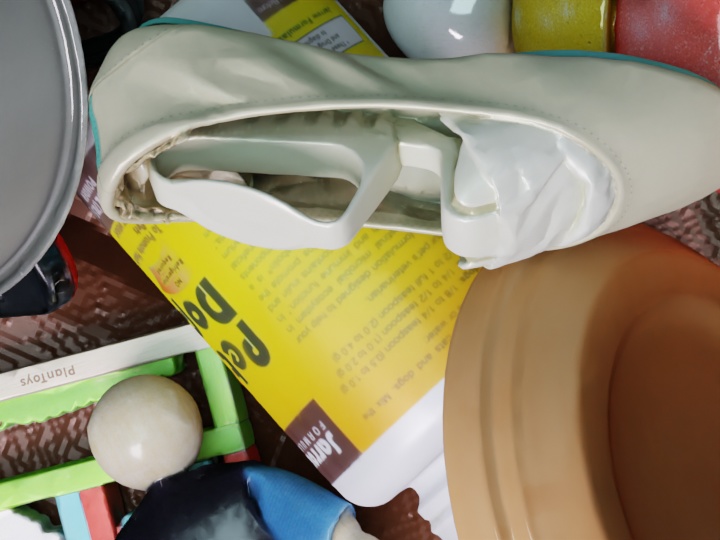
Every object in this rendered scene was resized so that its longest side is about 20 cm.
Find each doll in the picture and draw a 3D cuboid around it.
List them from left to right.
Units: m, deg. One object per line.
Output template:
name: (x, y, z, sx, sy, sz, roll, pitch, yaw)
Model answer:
doll: (-0.043, 0.130, 0.881, 0.136, 0.048, 0.201, -25, 89, 20)

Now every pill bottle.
pill bottle: (0.000, 0.000, 0.856, 0.109, 0.109, 0.200, -43, 85, 10)

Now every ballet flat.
ballet flat: (0.014, -0.030, 0.767, 0.198, 0.069, 0.070, 5, 94, 8)

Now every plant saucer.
plant saucer: (0.103, 0.073, 0.800, 0.037, 0.200, 0.201, -24, 89, 36)

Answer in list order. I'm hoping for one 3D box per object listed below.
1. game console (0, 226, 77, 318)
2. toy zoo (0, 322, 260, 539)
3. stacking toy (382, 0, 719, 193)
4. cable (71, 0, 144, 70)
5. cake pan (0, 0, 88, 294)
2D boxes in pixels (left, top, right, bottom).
game console: (-0.214, -0.042, 0.864, 0.118, 0.172, 0.201, -37, 105, -25)
toy zoo: (-0.086, 0.129, 0.924, 0.130, 0.020, 0.202, -15, 91, 10)
stacking toy: (0.099, -0.082, 0.832, 0.198, 0.146, 0.147, 6, 95, 21)
cable: (-0.151, -0.100, 0.923, 0.199, 0.050, 0.098, -22, 107, 23)
cake pan: (-0.180, -0.065, 0.803, 0.199, 0.037, 0.202, 11, 120, 19)
